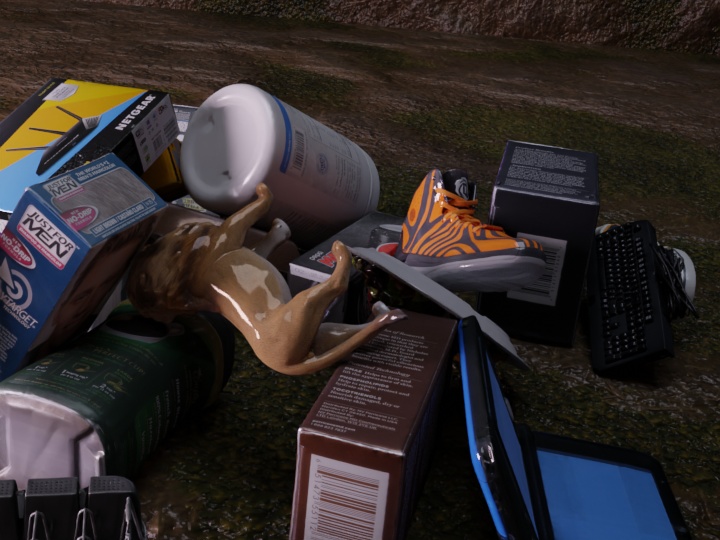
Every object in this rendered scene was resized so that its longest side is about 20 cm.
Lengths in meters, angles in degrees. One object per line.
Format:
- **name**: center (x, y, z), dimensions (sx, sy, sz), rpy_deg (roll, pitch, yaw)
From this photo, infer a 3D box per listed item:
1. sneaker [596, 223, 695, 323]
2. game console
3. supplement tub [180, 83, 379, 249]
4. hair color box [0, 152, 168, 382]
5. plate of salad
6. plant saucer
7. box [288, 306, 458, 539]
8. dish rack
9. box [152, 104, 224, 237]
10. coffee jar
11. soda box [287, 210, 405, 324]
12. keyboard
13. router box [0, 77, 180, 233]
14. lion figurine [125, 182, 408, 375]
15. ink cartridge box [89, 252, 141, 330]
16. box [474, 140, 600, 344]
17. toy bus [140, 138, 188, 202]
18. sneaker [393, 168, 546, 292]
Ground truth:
- **sneaker**: center (0.293, 0.001, 1.064), dimensions (0.078, 0.080, 0.200), rpy_deg (8, 14, -4)
- **game console**: center (0.147, 0.127, 0.670), dimensions (0.116, 0.173, 0.201), rpy_deg (-18, 19, 9)
- **supplement tub**: center (-0.082, -0.103, 1.048), dimensions (0.131, 0.134, 0.199), rpy_deg (23, 0, 35)
- **hair color box**: center (-0.227, 0.019, 0.705), dimensions (0.060, 0.201, 0.100), rpy_deg (40, 28, 3)
- **plate of salad**: center (0.055, 0.039, 0.843), dimensions (0.198, 0.049, 0.200), rpy_deg (34, -3, 2)
- **plant saucer**: center (-0.144, -0.036, 0.983), dimensions (0.196, 0.035, 0.200), rpy_deg (16, -1, 0)
- **box**: center (0.014, 0.110, 0.684), dimensions (0.073, 0.102, 0.200), rpy_deg (11, 22, 13)
- **dish rack**: center (-0.188, 0.181, 0.522), dimensions (0.150, 0.056, 0.201), rpy_deg (0, 25, -13)
- **box**: center (-0.243, -0.118, 1.135), dimensions (0.195, 0.046, 0.162), rpy_deg (6, 58, -1)
- **coffee jar**: center (-0.171, 0.085, 0.714), dimensions (0.102, 0.087, 0.200), rpy_deg (13, 23, 16)
- **soda box**: center (0.000, 0.000, 1.000), dimensions (0.070, 0.065, 0.200), rpy_deg (15, 24, 21)
- **keyboard**: center (0.266, 0.008, 0.962), dimensions (0.102, 0.040, 0.202), rpy_deg (-18, 35, 22)
- **router box**: center (-0.282, -0.101, 0.919), dimensions (0.146, 0.052, 0.201), rpy_deg (10, 44, 22)
- **lion figurine**: center (-0.072, 0.019, 0.690), dimensions (0.122, 0.073, 0.199), rpy_deg (-43, 53, -19)
- **ink cartridge box**: center (-0.268, 0.007, 0.900), dimensions (0.114, 0.069, 0.201), rpy_deg (6, 22, -1)
- **box**: center (0.185, -0.036, 1.029), dimensions (0.102, 0.151, 0.200), rpy_deg (9, 21, 9)
- **toy bus**: center (-0.278, -0.079, 1.025), dimensions (0.197, 0.066, 0.078), rpy_deg (-22, -10, 8)
- **sneaker**: center (0.094, -0.041, 0.906), dimensions (0.077, 0.114, 0.198), rpy_deg (17, -12, -34)
